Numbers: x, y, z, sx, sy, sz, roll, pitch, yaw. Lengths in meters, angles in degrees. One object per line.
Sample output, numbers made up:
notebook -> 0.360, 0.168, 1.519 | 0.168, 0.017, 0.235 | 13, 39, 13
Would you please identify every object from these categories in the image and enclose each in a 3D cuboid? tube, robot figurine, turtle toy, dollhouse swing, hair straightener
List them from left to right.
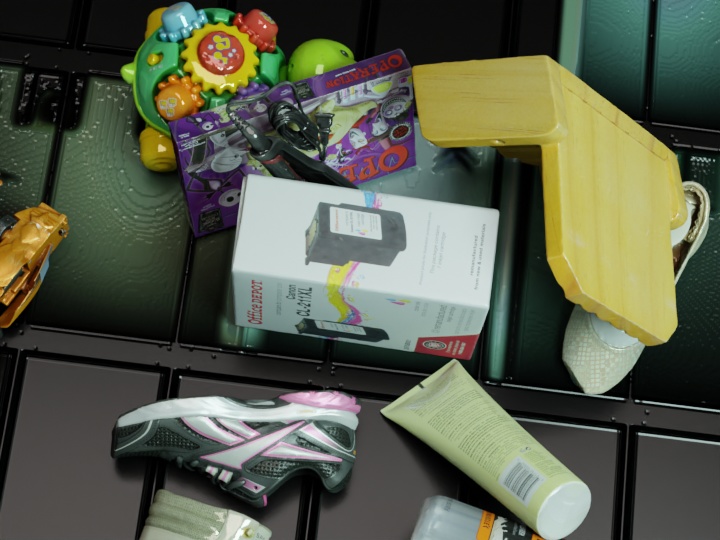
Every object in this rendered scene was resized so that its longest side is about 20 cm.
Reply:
robot figurine -> -0.331, 0.013, 1.477 | 0.145, 0.058, 0.200 | 34, 71, 9
turtle toy -> -0.098, -0.158, 1.529 | 0.199, 0.101, 0.147 | 4, 69, -11
hair straightener -> -0.051, -0.097, 1.448 | 0.041, 0.200, 0.077 | 7, 72, 29
tube -> 0.099, 0.135, 1.427 | 0.058, 0.052, 0.200 | 5, 22, -38
dollhouse swing -> 0.143, -0.045, 1.435 | 0.181, 0.200, 0.177 | 0, 72, 39

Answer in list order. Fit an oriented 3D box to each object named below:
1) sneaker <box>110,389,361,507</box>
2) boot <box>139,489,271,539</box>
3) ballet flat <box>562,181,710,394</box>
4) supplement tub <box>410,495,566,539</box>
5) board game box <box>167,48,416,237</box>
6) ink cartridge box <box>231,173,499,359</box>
sneaker -> -0.097, 0.141, 1.436 | 0.199, 0.080, 0.087 | -3, 80, 1
boot -> -0.097, 0.266, 1.392 | 0.199, 0.072, 0.155 | 25, 68, 6
ballet flat -> 0.225, 0.007, 1.510 | 0.067, 0.062, 0.200 | 29, 71, 7
supplement tub -> 0.123, 0.255, 1.380 | 0.199, 0.123, 0.123 | 19, 70, 3
board game box -> -0.052, -0.102, 1.504 | 0.199, 0.120, 0.032 | -19, 57, -10
ink cartridge box -> 0.000, 0.000, 1.455 | 0.199, 0.146, 0.083 | 8, 71, 0
